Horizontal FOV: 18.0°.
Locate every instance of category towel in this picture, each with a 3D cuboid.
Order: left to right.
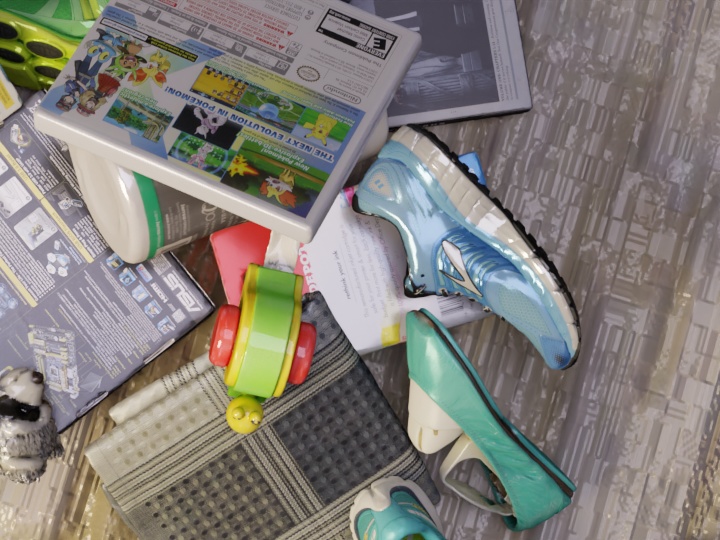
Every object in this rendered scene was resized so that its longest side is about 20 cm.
[{"bbox_3d":[-0.069,0.138,1.577,0.200,0.035,0.193,-32,115,-3],"label":"towel"}]

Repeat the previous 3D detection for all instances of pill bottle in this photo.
[{"bbox_3d":[-0.089,-0.090,1.556,0.199,0.113,0.113,-23,88,-20],"label":"pill bottle"}]

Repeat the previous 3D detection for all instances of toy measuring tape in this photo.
[{"bbox_3d":[-0.055,0.011,1.490,0.073,0.074,0.201,13,95,-6],"label":"toy measuring tape"}]

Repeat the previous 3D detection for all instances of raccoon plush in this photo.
[{"bbox_3d":[-0.292,0.118,1.549,0.134,0.097,0.200,46,125,-8],"label":"raccoon plush"}]

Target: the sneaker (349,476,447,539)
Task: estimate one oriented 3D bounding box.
[{"bbox_3d":[0.053,0.237,1.580,0.077,0.080,0.200,-33,113,-4],"label":"sneaker"}]

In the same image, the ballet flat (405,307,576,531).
[{"bbox_3d":[0.075,0.115,1.588,0.070,0.067,0.200,-42,119,-3],"label":"ballet flat"}]

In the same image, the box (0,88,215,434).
[{"bbox_3d":[-0.224,0.000,1.595,0.161,0.049,0.200,-39,91,-11],"label":"box"}]

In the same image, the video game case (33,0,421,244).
[{"bbox_3d":[-0.085,-0.125,1.499,0.199,0.022,0.183,23,57,9],"label":"video game case"}]

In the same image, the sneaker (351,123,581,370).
[{"bbox_3d":[0.074,-0.004,1.566,0.090,0.078,0.200,-43,91,8],"label":"sneaker"}]

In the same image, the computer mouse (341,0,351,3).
[{"bbox_3d":[0.001,-0.216,1.627,0.199,0.034,0.059,-19,86,-9],"label":"computer mouse"}]

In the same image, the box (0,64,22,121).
[{"bbox_3d":[-0.332,-0.089,1.542,0.200,0.082,0.049,-38,61,-10],"label":"box"}]

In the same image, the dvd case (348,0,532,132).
[{"bbox_3d":[0.016,-0.176,1.655,0.199,0.025,0.151,-9,85,-9],"label":"dvd case"}]

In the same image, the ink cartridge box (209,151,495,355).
[{"bbox_3d":[0.000,0.000,1.614,0.199,0.067,0.117,-16,88,-9],"label":"ink cartridge box"}]

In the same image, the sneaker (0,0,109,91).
[{"bbox_3d":[-0.189,-0.173,1.613,0.199,0.074,0.084,7,55,-2],"label":"sneaker"}]
